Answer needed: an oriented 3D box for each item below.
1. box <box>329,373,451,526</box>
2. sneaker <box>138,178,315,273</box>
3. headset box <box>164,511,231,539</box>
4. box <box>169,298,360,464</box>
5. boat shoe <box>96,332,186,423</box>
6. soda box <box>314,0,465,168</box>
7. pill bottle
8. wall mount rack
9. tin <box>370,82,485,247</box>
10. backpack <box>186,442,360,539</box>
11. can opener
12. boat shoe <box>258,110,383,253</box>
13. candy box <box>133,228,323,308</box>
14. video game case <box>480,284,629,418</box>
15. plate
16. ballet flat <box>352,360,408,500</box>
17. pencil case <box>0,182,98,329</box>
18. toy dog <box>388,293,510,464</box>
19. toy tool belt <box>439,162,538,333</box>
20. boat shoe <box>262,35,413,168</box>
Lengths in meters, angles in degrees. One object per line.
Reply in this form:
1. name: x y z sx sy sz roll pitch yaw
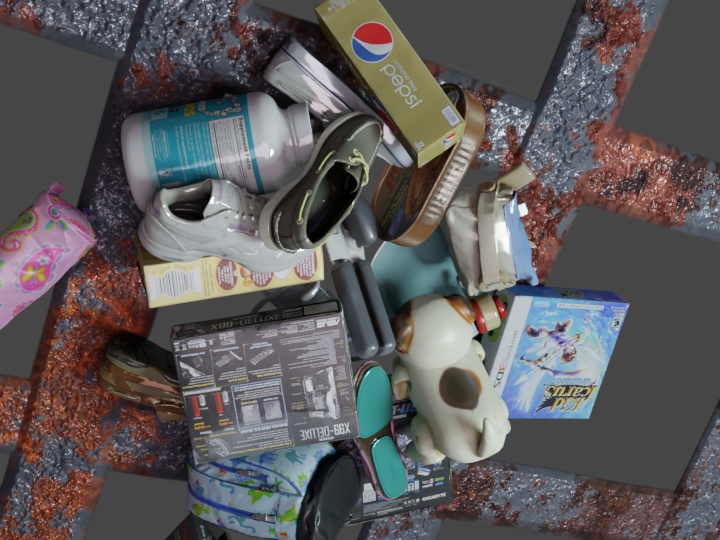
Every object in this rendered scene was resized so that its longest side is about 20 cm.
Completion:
1. box: 0.026 0.239 1.366 0.199 0.050 0.200 -9 112 -16
2. sneaker: -0.126 -0.049 1.054 0.199 0.075 0.100 0 149 -20
3. headset box: -0.232 0.421 1.303 0.200 0.149 0.075 -46 118 6
4. box: -0.107 0.129 1.175 0.199 0.050 0.159 -10 107 -3
5. boat shoe: -0.226 0.145 1.235 0.199 0.076 0.074 27 108 -18
6. soda box: 0.032 -0.215 1.106 0.064 0.068 0.201 -34 83 -1
7. pill bottle: -0.149 -0.130 1.096 0.199 0.111 0.111 -10 116 -2
8. wall mount rack: -0.078 0.084 1.254 0.173 0.075 0.200 -33 120 25
9. tin: 0.078 -0.122 1.194 0.042 0.112 0.201 17 107 -36
10. backpack: -0.120 0.263 1.261 0.199 0.163 0.155 -5 104 22
11. can opener: 0.000 0.000 1.193 0.053 0.201 0.067 -5 159 -37
12. boat shoe: -0.026 -0.093 1.059 0.202 0.060 0.072 -53 134 -31
13. candy box: -0.152 -0.018 1.158 0.199 0.115 0.056 -8 116 -15
14. video game case: 0.252 0.113 1.375 0.199 0.045 0.182 4 112 -28
15. plate: 0.096 0.013 1.306 0.199 0.026 0.201 -7 115 -15
16. ballet flat: 0.010 0.198 1.279 0.069 0.071 0.201 -28 118 -26
17. pencil case: -0.381 -0.003 1.111 0.200 0.087 0.087 -43 118 2
18. toy dog: 0.096 0.128 1.236 0.139 0.194 0.201 -18 96 -1
19. toy tool belt: 0.174 -0.025 1.234 0.122 0.125 0.201 -21 118 0
20. boat shoe: -0.031 -0.168 1.157 0.202 0.075 0.086 39 102 -22
